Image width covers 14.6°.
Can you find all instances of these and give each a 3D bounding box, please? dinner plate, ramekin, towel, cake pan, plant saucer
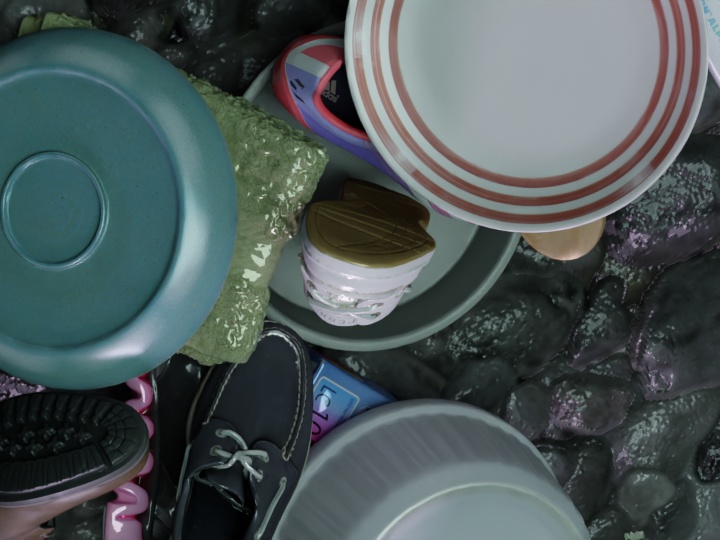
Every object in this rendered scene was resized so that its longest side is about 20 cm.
[{"bbox_3d":[0.090,-0.120,1.524,0.200,0.024,0.201,4,105,13],"label":"dinner plate"},{"bbox_3d":[0.045,0.182,1.625,0.202,0.094,0.203,-5,105,-20],"label":"ramekin"},{"bbox_3d":[-0.124,-0.047,1.563,0.200,0.036,0.149,25,101,17],"label":"towel"},{"bbox_3d":[0.004,-0.053,1.664,0.200,0.037,0.201,-5,105,-19],"label":"cake pan"},{"bbox_3d":[-0.164,-0.033,1.545,0.200,0.027,0.201,1,93,20],"label":"plant saucer"}]

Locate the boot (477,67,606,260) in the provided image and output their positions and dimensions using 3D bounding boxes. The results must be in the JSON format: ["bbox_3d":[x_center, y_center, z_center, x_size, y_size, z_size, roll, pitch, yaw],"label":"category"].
[{"bbox_3d":[0.103,-0.110,1.616,0.071,0.144,0.202,-21,91,18],"label":"boot"}]

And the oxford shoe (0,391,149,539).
[{"bbox_3d":[-0.193,0.122,1.585,0.200,0.073,0.084,-17,137,28],"label":"oxford shoe"}]

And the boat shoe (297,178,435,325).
[{"bbox_3d":[0.000,0.000,1.553,0.071,0.200,0.069,22,101,4],"label":"boat shoe"}]

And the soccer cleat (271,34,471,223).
[{"bbox_3d":[0.039,-0.074,1.609,0.200,0.076,0.067,28,92,-23],"label":"soccer cleat"}]

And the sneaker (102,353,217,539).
[{"bbox_3d":[-0.090,0.077,1.612,0.095,0.079,0.200,7,84,4],"label":"sneaker"}]

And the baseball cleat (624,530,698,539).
[{"bbox_3d":[0.114,0.222,1.583,0.200,0.070,0.107,-19,117,-6],"label":"baseball cleat"}]

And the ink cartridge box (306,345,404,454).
[{"bbox_3d":[0.009,0.146,1.696,0.200,0.076,0.137,31,91,-26],"label":"ink cartridge box"}]

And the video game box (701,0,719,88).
[{"bbox_3d":[0.179,-0.190,1.606,0.047,0.200,0.182,-32,113,9],"label":"video game box"}]

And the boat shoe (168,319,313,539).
[{"bbox_3d":[-0.066,0.119,1.549,0.073,0.063,0.200,22,74,-11],"label":"boat shoe"}]
